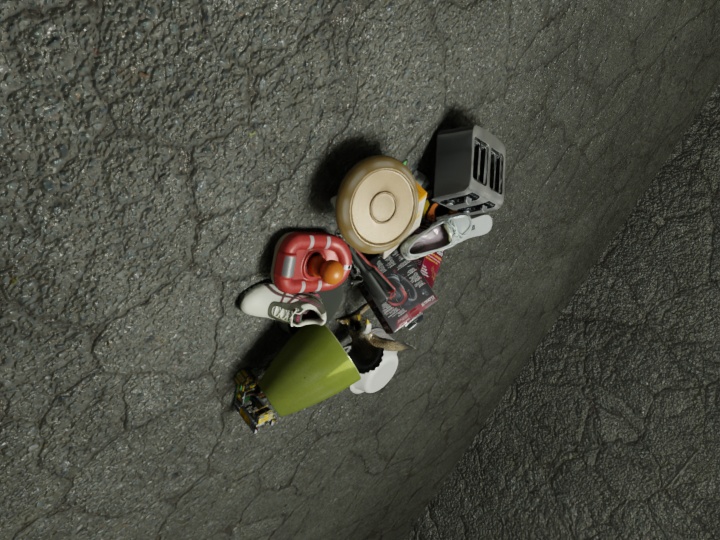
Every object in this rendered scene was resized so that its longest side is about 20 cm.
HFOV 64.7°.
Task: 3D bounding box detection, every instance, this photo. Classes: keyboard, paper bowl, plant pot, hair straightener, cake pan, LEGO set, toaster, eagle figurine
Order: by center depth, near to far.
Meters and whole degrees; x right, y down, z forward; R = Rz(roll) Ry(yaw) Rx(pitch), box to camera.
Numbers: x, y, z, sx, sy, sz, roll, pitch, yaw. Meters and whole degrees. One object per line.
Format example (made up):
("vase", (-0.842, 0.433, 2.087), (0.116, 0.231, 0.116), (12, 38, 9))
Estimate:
("plant pot", (0.042, -0.130, 1.157), (0.196, 0.027, 0.205), (-10, 111, -27))
("plant pot", (-0.130, 0.237, 1.314), (0.199, 0.187, 0.188), (-37, 146, -12))
("hair straightener", (0.000, 0.000, 1.335), (0.201, 0.041, 0.077), (52, 55, -16))
("cake pan", (-0.117, 0.081, 1.371), (0.199, 0.037, 0.203), (-32, 143, -28))
("toaster", (0.264, -0.248, 1.388), (0.179, 0.117, 0.205), (14, 78, -49))
("LEGO set", (-0.215, 0.305, 1.396), (0.198, 0.115, 0.156), (-9, 129, -48))
("keyboard", (0.102, -0.158, 1.436), (0.202, 0.011, 0.056), (-59, 153, 12))
("eagle figurine", (0.025, 0.188, 1.502), (0.152, 0.200, 0.151), (-46, 151, 0))
("paper bowl", (0.035, 0.283, 1.708), (0.199, 0.104, 0.203), (-32, 142, -28))

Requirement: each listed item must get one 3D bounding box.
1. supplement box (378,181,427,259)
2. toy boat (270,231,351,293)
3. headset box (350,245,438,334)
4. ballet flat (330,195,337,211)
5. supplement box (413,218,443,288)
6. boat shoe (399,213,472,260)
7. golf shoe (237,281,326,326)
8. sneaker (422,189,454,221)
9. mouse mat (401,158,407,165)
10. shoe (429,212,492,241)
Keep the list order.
("supplement box", (0.078, -0.122, 1.307), (0.126, 0.074, 0.200), (-41, 166, -12))
("toy boat", (-0.087, -0.008, 1.214), (0.198, 0.129, 0.133), (-3, 110, -50))
("headset box", (0.089, 0.052, 1.433), (0.147, 0.202, 0.075), (-33, 179, -15))
("ballet flat", (0.013, -0.187, 1.240), (0.199, 0.069, 0.070), (-40, 147, -23))
("supplement box", (0.174, -0.033, 1.549), (0.108, 0.060, 0.204), (23, 85, -58))
("boat shoe", (0.193, -0.082, 1.397), (0.198, 0.065, 0.076), (-22, 98, -10))
("golf shoe", (-0.165, 0.077, 1.230), (0.196, 0.088, 0.079), (4, 115, -28))
("sneaker", (0.227, -0.184, 1.490), (0.198, 0.090, 0.071), (-30, 143, -29))
("mouse mat", (0.035, -0.152, 1.257), (0.160, 0.008, 0.201), (-41, 169, -19))
("shoe", (0.247, -0.119, 1.508), (0.196, 0.091, 0.073), (-12, 111, -26))
